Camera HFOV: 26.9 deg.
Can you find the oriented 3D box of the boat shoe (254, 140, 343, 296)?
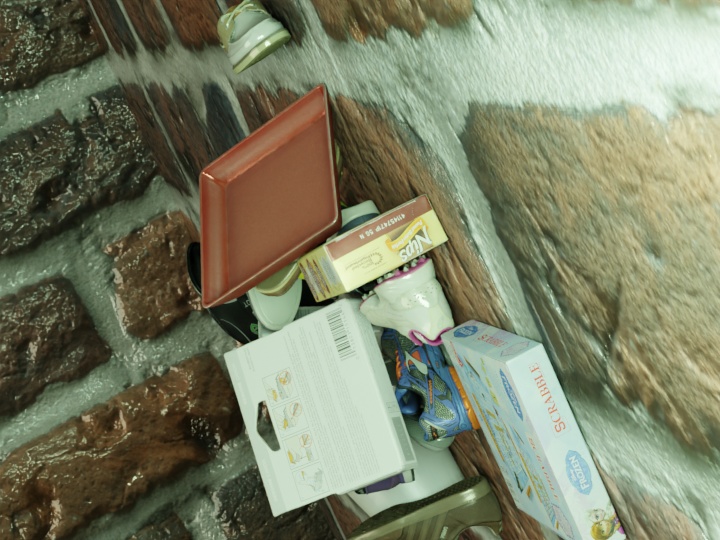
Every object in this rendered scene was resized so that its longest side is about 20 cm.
[{"bbox_3d":[-0.063,-0.055,1.683,0.072,0.201,0.068,8,154,28],"label":"boat shoe"}]

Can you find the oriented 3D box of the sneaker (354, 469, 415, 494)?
[{"bbox_3d":[-0.006,0.157,1.736,0.076,0.087,0.201,85,169,-76],"label":"sneaker"}]

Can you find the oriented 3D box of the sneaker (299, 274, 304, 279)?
[{"bbox_3d":[-0.105,-0.077,1.870,0.066,0.078,0.201,70,-163,-64],"label":"sneaker"}]

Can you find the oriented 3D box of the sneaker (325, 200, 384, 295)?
[{"bbox_3d":[0.000,0.000,1.729,0.200,0.075,0.085,92,153,-68],"label":"sneaker"}]

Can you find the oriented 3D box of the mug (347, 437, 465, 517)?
[{"bbox_3d":[0.075,0.281,1.946,0.153,0.149,0.186,52,-166,9],"label":"mug"}]

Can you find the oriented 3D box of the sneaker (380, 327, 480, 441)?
[{"bbox_3d":[0.065,0.123,1.705,0.200,0.078,0.076,47,161,55],"label":"sneaker"}]

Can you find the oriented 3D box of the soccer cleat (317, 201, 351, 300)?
[{"bbox_3d":[-0.038,-0.026,1.822,0.200,0.067,0.082,77,-160,-66],"label":"soccer cleat"}]

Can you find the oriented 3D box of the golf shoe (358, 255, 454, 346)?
[{"bbox_3d":[0.051,0.047,1.617,0.092,0.075,0.200,59,170,5],"label":"golf shoe"}]

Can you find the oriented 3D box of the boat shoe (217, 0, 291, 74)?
[{"bbox_3d":[-0.130,-0.268,1.708,0.069,0.074,0.200,59,171,-9],"label":"boat shoe"}]

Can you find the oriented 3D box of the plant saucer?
[{"bbox_3d":[-0.093,-0.075,1.629,0.037,0.199,0.201,32,-142,-39],"label":"plant saucer"}]

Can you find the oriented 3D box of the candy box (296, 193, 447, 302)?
[{"bbox_3d":[0.008,-0.020,1.534,0.056,0.115,0.200,64,169,-1],"label":"candy box"}]

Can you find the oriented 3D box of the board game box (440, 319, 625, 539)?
[{"bbox_3d":[0.160,0.153,1.427,0.201,0.041,0.199,65,169,-11],"label":"board game box"}]

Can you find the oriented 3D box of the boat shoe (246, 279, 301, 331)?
[{"bbox_3d":[-0.124,-0.006,1.907,0.062,0.072,0.201,126,137,-53],"label":"boat shoe"}]

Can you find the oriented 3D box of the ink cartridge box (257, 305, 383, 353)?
[{"bbox_3d":[-0.051,0.097,1.981,0.200,0.161,0.051,95,172,-71],"label":"ink cartridge box"}]

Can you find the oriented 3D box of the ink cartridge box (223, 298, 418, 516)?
[{"bbox_3d":[-0.047,0.155,1.700,0.045,0.175,0.201,3,-114,-62],"label":"ink cartridge box"}]

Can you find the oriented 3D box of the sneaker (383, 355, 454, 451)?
[{"bbox_3d":[0.079,0.166,1.805,0.080,0.070,0.200,58,179,-27],"label":"sneaker"}]

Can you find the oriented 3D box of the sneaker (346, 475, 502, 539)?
[{"bbox_3d":[0.078,0.318,1.828,0.076,0.199,0.070,63,-158,-5],"label":"sneaker"}]

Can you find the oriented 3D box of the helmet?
[{"bbox_3d":[-0.124,0.011,2.048,0.191,0.200,0.200,39,-169,-49],"label":"helmet"}]
